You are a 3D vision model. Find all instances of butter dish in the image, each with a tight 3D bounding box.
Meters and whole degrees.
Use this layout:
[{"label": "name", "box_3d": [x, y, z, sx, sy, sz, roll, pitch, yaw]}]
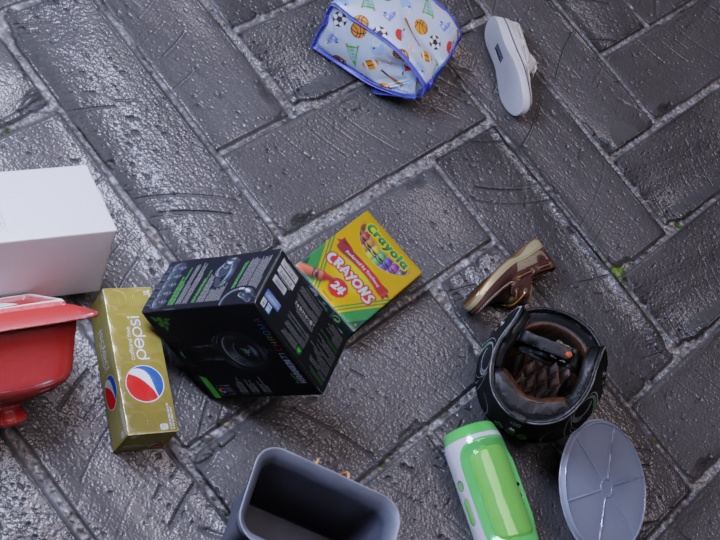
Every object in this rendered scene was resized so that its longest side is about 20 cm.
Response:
[{"label": "butter dish", "box_3d": [-0.420, 0.111, 1.496, 0.200, 0.199, 0.148, -9, 97, -31]}]

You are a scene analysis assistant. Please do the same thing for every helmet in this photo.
[{"label": "helmet", "box_3d": [0.257, 0.147, 1.826, 0.200, 0.191, 0.200, -1, 82, 7]}]

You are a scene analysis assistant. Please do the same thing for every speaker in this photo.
[{"label": "speaker", "box_3d": [0.180, 0.312, 1.755, 0.088, 0.088, 0.200, -5, 66, -31]}]

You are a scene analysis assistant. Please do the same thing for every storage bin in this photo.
[{"label": "storage bin", "box_3d": [-0.072, 0.316, 1.580, 0.200, 0.134, 0.146, 27, 53, -14]}]

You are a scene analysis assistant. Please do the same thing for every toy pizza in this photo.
[{"label": "toy pizza", "box_3d": [0.345, 0.316, 1.854, 0.200, 0.032, 0.200, 12, 71, -41]}]

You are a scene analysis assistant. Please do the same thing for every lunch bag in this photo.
[{"label": "lunch bag", "box_3d": [0.049, -0.377, 2.055, 0.200, 0.124, 0.170, 31, 51, 0]}]

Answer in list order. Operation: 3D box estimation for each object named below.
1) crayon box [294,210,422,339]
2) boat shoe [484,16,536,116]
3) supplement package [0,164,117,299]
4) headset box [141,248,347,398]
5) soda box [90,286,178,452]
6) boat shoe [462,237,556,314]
[{"label": "crayon box", "box_3d": [0.000, 0.000, 1.855, 0.127, 0.051, 0.200, 47, 51, 3]}, {"label": "boat shoe", "box_3d": [0.269, -0.350, 2.197, 0.066, 0.072, 0.200, 1, 55, -24]}, {"label": "supplement package", "box_3d": [-0.423, -0.042, 1.584, 0.200, 0.120, 0.121, -8, 52, -32]}, {"label": "headset box", "box_3d": [-0.150, 0.071, 1.613, 0.174, 0.200, 0.093, 57, 43, -34]}, {"label": "soda box", "box_3d": [-0.288, 0.123, 1.615, 0.068, 0.064, 0.200, -1, 64, -30]}, {"label": "boat shoe", "box_3d": [0.235, 0.022, 1.963, 0.072, 0.072, 0.200, 49, 45, 5]}]
